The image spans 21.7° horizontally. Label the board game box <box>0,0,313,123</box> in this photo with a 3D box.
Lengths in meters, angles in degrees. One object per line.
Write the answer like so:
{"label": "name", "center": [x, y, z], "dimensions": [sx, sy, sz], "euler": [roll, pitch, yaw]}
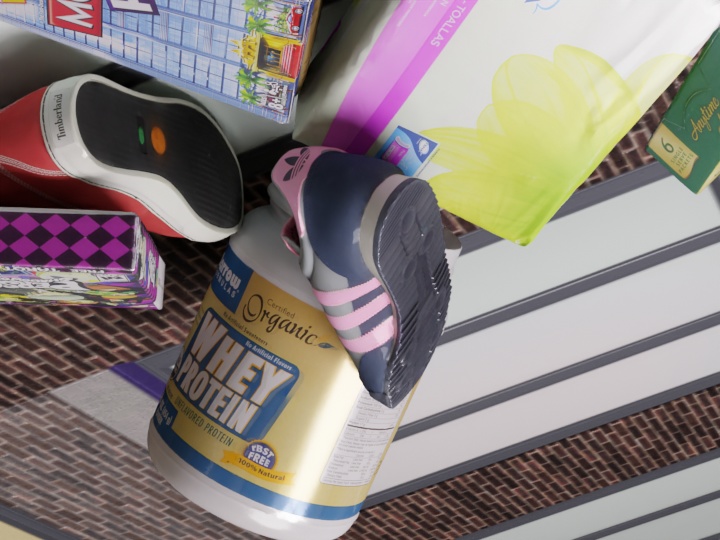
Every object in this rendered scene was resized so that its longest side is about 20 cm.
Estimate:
{"label": "board game box", "center": [-0.111, -0.157, 0.790], "dimensions": [0.198, 0.062, 0.200], "euler": [12, 153, -2]}

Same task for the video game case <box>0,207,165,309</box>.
{"label": "video game case", "center": [-0.214, -0.007, 1.049], "dimensions": [0.198, 0.036, 0.181], "euler": [2, 173, -2]}

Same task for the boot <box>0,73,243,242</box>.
{"label": "boot", "center": [-0.165, -0.052, 1.070], "dimensions": [0.143, 0.073, 0.200], "euler": [-12, 163, 25]}

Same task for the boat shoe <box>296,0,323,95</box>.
{"label": "boat shoe", "center": [-0.048, -0.153, 0.923], "dimensions": [0.064, 0.074, 0.200], "euler": [9, 154, -1]}

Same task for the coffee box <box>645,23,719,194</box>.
{"label": "coffee box", "center": [0.244, -0.136, 1.013], "dimensions": [0.200, 0.044, 0.123], "euler": [-40, 167, -28]}

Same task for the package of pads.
{"label": "package of pads", "center": [0.078, -0.116, 0.958], "dimensions": [0.153, 0.069, 0.200], "euler": [24, 130, -17]}

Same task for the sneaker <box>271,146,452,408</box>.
{"label": "sneaker", "center": [0.000, 0.000, 1.020], "dimensions": [0.082, 0.070, 0.201], "euler": [26, 150, 20]}

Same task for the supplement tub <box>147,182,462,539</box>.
{"label": "supplement tub", "center": [-0.033, 0.049, 1.156], "dimensions": [0.144, 0.144, 0.201], "euler": [13, 106, -44]}
